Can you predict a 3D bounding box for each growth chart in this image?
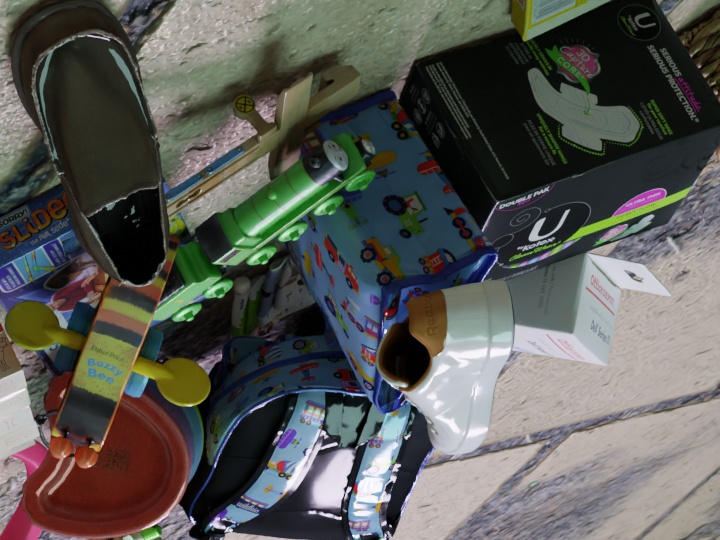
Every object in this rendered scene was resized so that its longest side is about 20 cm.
[{"bbox_3d":[-0.017,-0.006,1.815,0.200,0.018,0.145,-26,158,-12],"label":"growth chart"}]

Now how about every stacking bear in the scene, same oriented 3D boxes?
[{"bbox_3d":[-0.170,0.116,1.727,0.200,0.114,0.122,-80,-176,-79],"label":"stacking bear"}]

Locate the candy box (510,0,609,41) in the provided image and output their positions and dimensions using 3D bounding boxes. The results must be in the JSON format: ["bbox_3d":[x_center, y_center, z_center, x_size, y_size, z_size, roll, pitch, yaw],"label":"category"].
[{"bbox_3d":[0.148,-0.224,1.521,0.102,0.026,0.200,-28,159,-10],"label":"candy box"}]

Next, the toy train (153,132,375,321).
[{"bbox_3d":[-0.074,-0.028,1.549,0.200,0.042,0.056,-37,161,24],"label":"toy train"}]

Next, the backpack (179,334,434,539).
[{"bbox_3d":[-0.036,0.116,1.790,0.182,0.135,0.200,7,142,-15],"label":"backpack"}]

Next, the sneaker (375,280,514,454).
[{"bbox_3d":[0.048,0.065,1.581,0.085,0.073,0.200,-4,149,-8],"label":"sneaker"}]

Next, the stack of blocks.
[{"bbox_3d":[-0.261,0.068,1.539,0.059,0.115,0.200,-24,159,-12],"label":"stack of blocks"}]

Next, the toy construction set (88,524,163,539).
[{"bbox_3d":[-0.192,0.191,1.847,0.092,0.200,0.131,-33,124,-4],"label":"toy construction set"}]

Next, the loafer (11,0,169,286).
[{"bbox_3d":[-0.144,-0.070,1.368,0.073,0.071,0.200,-26,134,-10],"label":"loafer"}]

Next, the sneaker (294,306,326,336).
[{"bbox_3d":[-0.032,0.098,1.954,0.093,0.070,0.200,-2,144,-39],"label":"sneaker"}]

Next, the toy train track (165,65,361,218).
[{"bbox_3d":[-0.086,-0.079,1.503,0.200,0.033,0.115,-36,162,-22],"label":"toy train track"}]

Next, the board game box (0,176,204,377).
[{"bbox_3d":[-0.179,-0.002,1.591,0.135,0.034,0.200,-28,158,-5],"label":"board game box"}]

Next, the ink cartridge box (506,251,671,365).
[{"bbox_3d":[0.126,0.023,1.792,0.200,0.067,0.117,8,169,22],"label":"ink cartridge box"}]

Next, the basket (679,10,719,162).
[{"bbox_3d":[0.346,-0.125,1.827,0.143,0.149,0.200,-30,158,3],"label":"basket"}]

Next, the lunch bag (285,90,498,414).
[{"bbox_3d":[0.000,0.000,1.646,0.094,0.151,0.200,-19,153,-25],"label":"lunch bag"}]

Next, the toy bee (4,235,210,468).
[{"bbox_3d":[-0.164,0.074,1.527,0.131,0.109,0.200,2,123,4],"label":"toy bee"}]

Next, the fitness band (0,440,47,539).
[{"bbox_3d":[-0.294,0.183,1.759,0.144,0.037,0.200,-65,160,-6],"label":"fitness band"}]

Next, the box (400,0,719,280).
[{"bbox_3d":[0.135,-0.088,1.676,0.200,0.124,0.149,-19,157,-23],"label":"box"}]
